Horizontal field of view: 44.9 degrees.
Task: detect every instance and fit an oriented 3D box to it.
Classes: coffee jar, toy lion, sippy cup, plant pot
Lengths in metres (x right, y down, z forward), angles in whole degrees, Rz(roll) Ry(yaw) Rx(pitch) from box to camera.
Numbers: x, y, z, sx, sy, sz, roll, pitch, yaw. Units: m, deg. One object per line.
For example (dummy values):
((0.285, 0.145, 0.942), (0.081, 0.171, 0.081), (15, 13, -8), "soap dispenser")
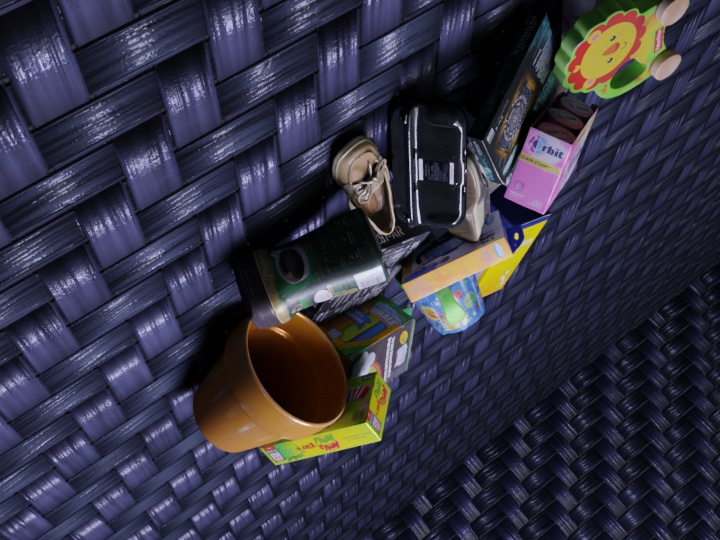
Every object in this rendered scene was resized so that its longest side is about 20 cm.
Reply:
((-0.068, 0.000, 1.172), (0.199, 0.105, 0.085), (-22, 158, 0), "coffee jar")
((0.358, -0.310, 1.223), (0.191, 0.069, 0.200), (-33, 152, 0), "toy lion")
((0.146, 0.033, 1.498), (0.139, 0.131, 0.178), (-13, -154, 40), "sippy cup")
((-0.153, 0.183, 1.323), (0.183, 0.201, 0.200), (-37, 161, 31), "plant pot")

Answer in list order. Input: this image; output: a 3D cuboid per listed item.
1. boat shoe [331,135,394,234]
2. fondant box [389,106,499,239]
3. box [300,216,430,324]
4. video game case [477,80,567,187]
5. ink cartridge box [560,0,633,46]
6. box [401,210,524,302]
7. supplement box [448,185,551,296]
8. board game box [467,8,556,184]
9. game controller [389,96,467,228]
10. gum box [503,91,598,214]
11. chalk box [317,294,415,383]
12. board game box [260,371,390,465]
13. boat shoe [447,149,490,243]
((0.014, -0.115, 1.198), (0.073, 0.063, 0.200), (-39, 156, -4), "boat shoe")
((0.136, -0.144, 1.343), (0.144, 0.058, 0.200), (-41, 155, 0), "fondant box")
((0.000, 0.000, 1.358), (0.160, 0.044, 0.200), (-22, 160, -37), "box")
((0.254, -0.231, 1.333), (0.182, 0.024, 0.201), (19, 96, -63), "video game case")
((0.354, -0.372, 1.257), (0.116, 0.068, 0.200), (-38, 153, -9), "ink cartridge box")
((0.160, -0.029, 1.376), (0.199, 0.042, 0.119), (-28, -161, 15), "box")
((0.233, -0.055, 1.577), (0.109, 0.109, 0.201), (-20, 149, -40), "supplement box")
((0.214, -0.234, 1.195), (0.201, 0.028, 0.135), (-63, 152, -10), "board game box")
((0.093, -0.141, 1.183), (0.042, 0.103, 0.201), (-75, 165, -48), "game controller")
((0.287, -0.179, 1.290), (0.200, 0.066, 0.114), (-46, 157, -54), "gum box")
((0.007, 0.118, 1.480), (0.199, 0.124, 0.126), (-29, 139, -38), "chalk box")
((-0.055, 0.233, 1.368), (0.199, 0.102, 0.048), (-19, 124, 27), "board game box")
((0.153, -0.118, 1.269), (0.066, 0.071, 0.201), (-59, 155, -24), "boat shoe")
